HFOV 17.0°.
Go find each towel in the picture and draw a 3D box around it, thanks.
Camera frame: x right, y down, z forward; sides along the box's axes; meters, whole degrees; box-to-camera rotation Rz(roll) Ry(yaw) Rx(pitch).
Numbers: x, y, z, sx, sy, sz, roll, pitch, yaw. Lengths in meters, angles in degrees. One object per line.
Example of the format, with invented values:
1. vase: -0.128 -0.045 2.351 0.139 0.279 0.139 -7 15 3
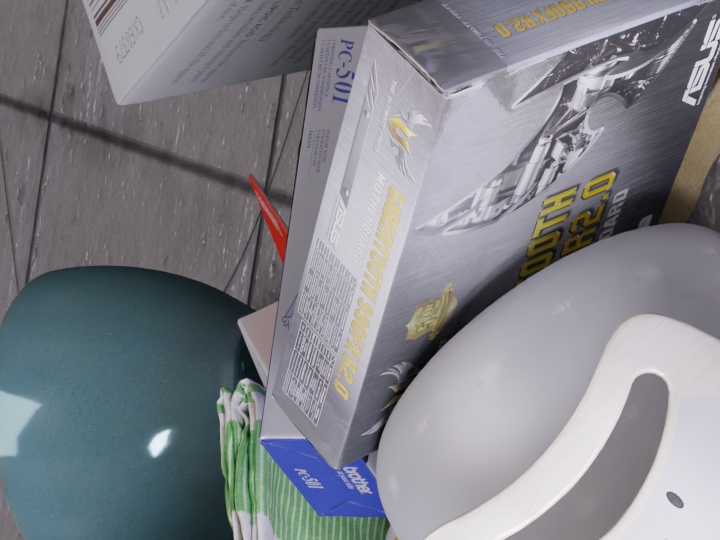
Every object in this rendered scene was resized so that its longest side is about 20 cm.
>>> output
1. towel: -0.005 0.160 1.093 0.023 0.152 0.201 -29 48 27

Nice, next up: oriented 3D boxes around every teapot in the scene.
1. teapot: 0.109 0.091 0.952 0.146 0.196 0.200 57 156 25

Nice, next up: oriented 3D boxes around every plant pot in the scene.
1. plant pot: -0.109 0.087 1.440 0.134 0.200 0.202 -11 70 26

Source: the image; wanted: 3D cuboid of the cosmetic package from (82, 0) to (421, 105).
1. cosmetic package: -0.040 -0.205 1.260 0.165 0.199 0.166 -38 70 58

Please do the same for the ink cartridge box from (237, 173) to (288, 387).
1. ink cartridge box: -0.020 0.068 1.279 0.200 0.043 0.174 55 170 56

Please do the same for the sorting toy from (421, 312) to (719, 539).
1. sorting toy: 0.116 0.116 0.799 0.200 0.180 0.107 -48 2 0

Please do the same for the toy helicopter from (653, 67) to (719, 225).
1. toy helicopter: 0.158 -0.100 0.991 0.133 0.078 0.201 -94 29 -56

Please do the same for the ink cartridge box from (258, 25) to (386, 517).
1. ink cartridge box: 0.000 0.000 1.076 0.094 0.044 0.201 59 -146 -60

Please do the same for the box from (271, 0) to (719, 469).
1. box: 0.056 -0.029 0.943 0.048 0.158 0.201 45 139 29

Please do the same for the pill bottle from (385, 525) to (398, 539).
1. pill bottle: 0.077 0.199 1.056 0.112 0.111 0.201 128 142 -48
